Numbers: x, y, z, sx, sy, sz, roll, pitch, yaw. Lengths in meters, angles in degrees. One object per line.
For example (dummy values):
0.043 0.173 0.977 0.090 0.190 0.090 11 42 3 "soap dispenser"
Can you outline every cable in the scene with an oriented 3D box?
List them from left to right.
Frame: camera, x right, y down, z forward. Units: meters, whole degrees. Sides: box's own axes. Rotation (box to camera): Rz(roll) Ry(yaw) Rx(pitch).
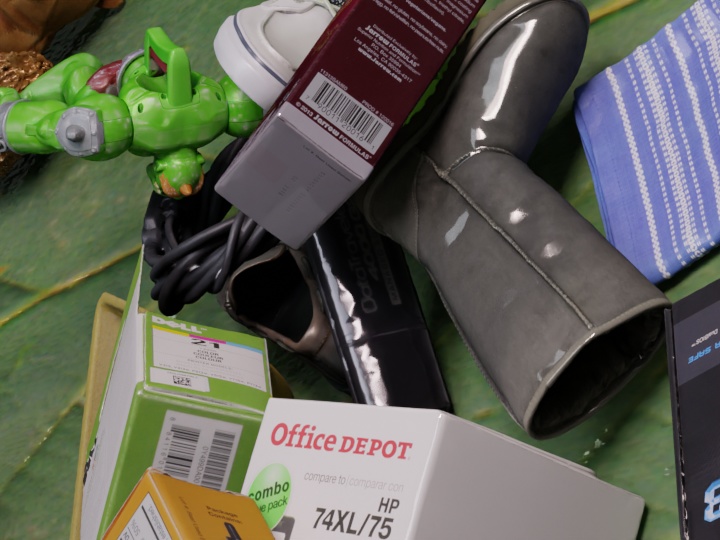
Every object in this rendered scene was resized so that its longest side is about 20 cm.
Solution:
-0.059 -0.041 1.569 0.163 0.051 0.200 -27 18 13 "cable"

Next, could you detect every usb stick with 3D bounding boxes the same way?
0.000 0.000 1.463 0.033 0.055 0.200 121 135 -65 "usb stick"

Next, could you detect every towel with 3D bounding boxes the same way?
0.192 -0.091 1.340 0.200 0.024 0.145 -39 43 33 "towel"

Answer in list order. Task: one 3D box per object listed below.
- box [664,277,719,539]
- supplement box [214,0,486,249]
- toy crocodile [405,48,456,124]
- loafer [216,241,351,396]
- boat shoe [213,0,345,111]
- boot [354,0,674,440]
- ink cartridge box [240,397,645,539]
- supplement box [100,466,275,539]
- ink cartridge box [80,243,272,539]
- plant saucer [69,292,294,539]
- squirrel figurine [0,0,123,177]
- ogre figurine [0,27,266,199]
0.228 0.070 1.177 0.200 0.050 0.199 -30 47 41 "box"
0.009 -0.117 1.421 0.200 0.061 0.109 -56 7 -29 "supplement box"
0.039 -0.079 1.505 0.067 0.062 0.200 -19 52 2 "toy crocodile"
-0.046 0.011 1.557 0.200 0.063 0.072 35 99 55 "loafer"
-0.033 -0.145 1.559 0.067 0.074 0.200 -46 5 17 "boat shoe"
0.098 -0.034 1.354 0.182 0.073 0.200 -53 39 10 "boot"
0.021 0.180 1.294 0.147 0.146 0.200 0 70 52 "ink cartridge box"
-0.060 0.180 1.216 0.069 0.066 0.200 -55 36 20 "supplement box"
-0.104 0.092 1.443 0.200 0.076 0.148 -100 24 -66 "ink cartridge box"
-0.100 0.128 1.537 0.200 0.048 0.200 19 104 56 "plant saucer"
-0.260 -0.162 1.912 0.187 0.141 0.200 -24 66 31 "squirrel figurine"
-0.129 -0.099 1.581 0.120 0.200 0.098 27 105 63 "ogre figurine"
